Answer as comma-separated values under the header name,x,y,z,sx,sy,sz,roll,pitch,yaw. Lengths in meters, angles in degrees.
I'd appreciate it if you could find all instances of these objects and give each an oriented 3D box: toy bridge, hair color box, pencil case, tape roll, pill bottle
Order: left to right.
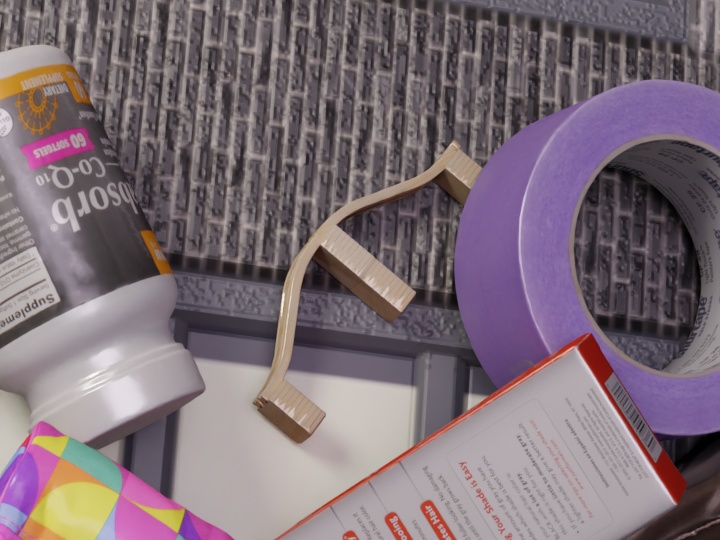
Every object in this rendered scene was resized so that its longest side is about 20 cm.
name,x,y,z,sx,sy,sz,roll,pitch,yaw
pill bottle,-0.165,-0.007,1.228,0.116,0.116,0.201,-25,85,-21
pencil case,-0.105,0.158,1.161,0.199,0.088,0.089,30,70,-8
toy bridge,0.000,0.000,1.323,0.067,0.027,0.200,39,68,-4
hair color box,0.063,0.130,1.239,0.199,0.061,0.102,-33,88,14
tape roll,0.159,-0.002,1.328,0.198,0.085,0.202,4,80,-24

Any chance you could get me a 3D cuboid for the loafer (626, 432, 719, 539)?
name,x,y,z,sx,sy,sz,roll,pitch,yaw
loafer,0.193,0.142,1.322,0.199,0.073,0.071,-32,86,-21
